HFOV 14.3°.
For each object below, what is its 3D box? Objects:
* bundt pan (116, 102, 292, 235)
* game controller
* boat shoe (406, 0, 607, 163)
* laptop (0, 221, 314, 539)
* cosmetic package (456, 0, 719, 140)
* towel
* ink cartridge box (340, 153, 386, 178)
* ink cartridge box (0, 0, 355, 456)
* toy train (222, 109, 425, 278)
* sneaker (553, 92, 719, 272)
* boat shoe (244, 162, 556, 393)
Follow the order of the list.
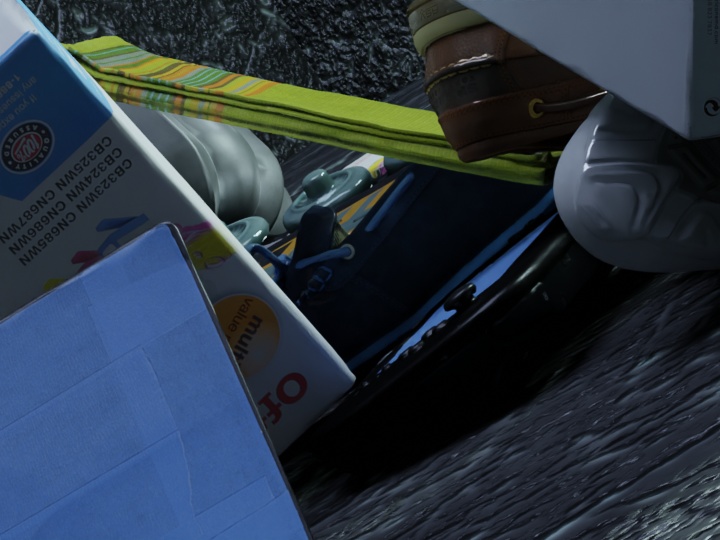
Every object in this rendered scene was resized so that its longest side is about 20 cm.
[{"bbox_3d":[-0.105,0.010,1.352,0.202,0.076,0.203,-34,-38,-32],"label":"bundt pan"},{"bbox_3d":[0.044,0.014,1.027,0.104,0.042,0.200,-29,5,22],"label":"game controller"},{"bbox_3d":[0.103,-0.061,1.048,0.199,0.068,0.072,4,-17,-36],"label":"boat shoe"},{"bbox_3d":[-0.111,0.095,0.727,0.187,0.116,0.200,-31,5,9],"label":"laptop"},{"bbox_3d":[0.128,-0.093,0.866,0.150,0.052,0.200,-5,18,-17],"label":"cosmetic package"},{"bbox_3d":[-0.016,-0.064,1.106,0.199,0.018,0.086,12,13,12],"label":"towel"},{"bbox_3d":[0.046,-0.041,1.428,0.200,0.068,0.116,-25,8,44],"label":"ink cartridge box"},{"bbox_3d":[-0.105,0.015,1.034,0.129,0.200,0.125,-43,21,-1],"label":"ink cartridge box"},{"bbox_3d":[-0.001,0.002,1.252,0.199,0.085,0.114,-29,17,9],"label":"toy train"},{"bbox_3d":[0.115,-0.031,0.942,0.099,0.078,0.200,-36,-8,39],"label":"sneaker"},{"bbox_3d":[0.000,0.000,1.164,0.200,0.069,0.084,-40,-6,-8],"label":"boat shoe"}]
